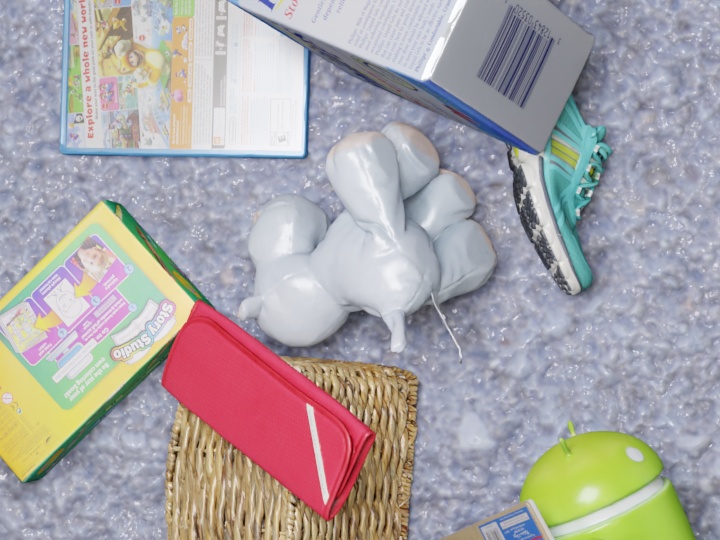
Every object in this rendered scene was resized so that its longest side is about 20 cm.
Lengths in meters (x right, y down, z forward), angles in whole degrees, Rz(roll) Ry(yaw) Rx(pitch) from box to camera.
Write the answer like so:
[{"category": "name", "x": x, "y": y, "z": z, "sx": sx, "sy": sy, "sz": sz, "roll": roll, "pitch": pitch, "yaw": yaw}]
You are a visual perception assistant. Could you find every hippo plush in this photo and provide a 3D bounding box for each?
[{"category": "hippo plush", "x": 0.000, "y": 0.000, "z": 1.582, "sx": 0.160, "sy": 0.159, "sz": 0.201, "roll": -25, "pitch": 67, "yaw": 35}]

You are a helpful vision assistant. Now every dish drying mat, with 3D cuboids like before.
[{"category": "dish drying mat", "x": -0.073, "y": 0.100, "z": 1.513, "sx": 0.200, "sy": 0.018, "sz": 0.077, "roll": 34, "pitch": 108, "yaw": 36}]

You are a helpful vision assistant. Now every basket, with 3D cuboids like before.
[{"category": "basket", "x": -0.056, "y": 0.167, "z": 1.599, "sx": 0.142, "sy": 0.149, "sz": 0.201, "roll": 1, "pitch": 87, "yaw": 39}]

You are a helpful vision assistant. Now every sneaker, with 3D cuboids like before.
[{"category": "sneaker", "x": 0.155, "y": -0.082, "z": 1.584, "sx": 0.079, "sy": 0.078, "sz": 0.201, "roll": -10, "pitch": 86, "yaw": -3}]

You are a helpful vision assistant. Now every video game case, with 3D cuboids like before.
[{"category": "video game case", "x": -0.139, "y": -0.162, "z": 1.646, "sx": 0.199, "sy": 0.018, "sz": 0.144, "roll": 1, "pitch": 88, "yaw": 6}]

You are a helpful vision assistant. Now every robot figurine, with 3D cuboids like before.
[{"category": "robot figurine", "x": 0.188, "y": 0.208, "z": 1.514, "sx": 0.115, "sy": 0.175, "sz": 0.201, "roll": -23, "pitch": 92, "yaw": 9}]

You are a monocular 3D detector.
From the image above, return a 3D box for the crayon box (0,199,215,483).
[{"category": "crayon box", "x": -0.227, "y": 0.056, "z": 1.625, "sx": 0.200, "sy": 0.058, "sz": 0.119, "roll": -43, "pitch": 84, "yaw": 3}]

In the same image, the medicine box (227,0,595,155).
[{"category": "medicine box", "x": 0.038, "y": -0.185, "z": 1.512, "sx": 0.199, "sy": 0.182, "sz": 0.103, "roll": 26, "pitch": 91, "yaw": 35}]

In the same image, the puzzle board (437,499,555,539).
[{"category": "puzzle board", "x": 0.120, "y": 0.253, "z": 1.520, "sx": 0.017, "sy": 0.200, "sz": 0.151, "roll": -25, "pitch": 83, "yaw": -27}]
